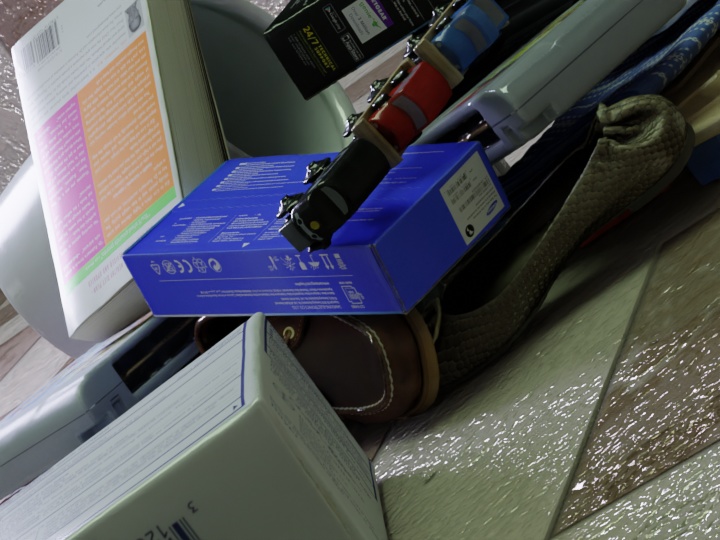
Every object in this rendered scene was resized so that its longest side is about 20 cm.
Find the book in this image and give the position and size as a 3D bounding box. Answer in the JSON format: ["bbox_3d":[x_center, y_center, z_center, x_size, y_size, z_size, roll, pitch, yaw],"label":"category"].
[{"bbox_3d":[-0.143,-0.076,1.544,0.048,0.201,0.133,11,-34,-43],"label":"book"}]

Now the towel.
[{"bbox_3d":[0.149,-0.108,1.471,0.145,0.024,0.200,-37,6,44],"label":"towel"}]

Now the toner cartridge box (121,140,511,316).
[{"bbox_3d":[-0.026,-0.020,1.364,0.199,0.043,0.095,-1,33,48],"label":"toner cartridge box"}]

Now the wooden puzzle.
[{"bbox_3d":[0.183,-0.084,1.428,0.200,0.046,0.185,-35,7,43],"label":"wooden puzzle"}]

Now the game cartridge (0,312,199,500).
[{"bbox_3d":[-0.148,0.064,1.541,0.133,0.042,0.200,-27,9,35],"label":"game cartridge"}]

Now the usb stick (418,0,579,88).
[{"bbox_3d":[0.094,-0.151,1.545,0.200,0.033,0.056,-34,-16,-43],"label":"usb stick"}]

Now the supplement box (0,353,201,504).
[{"bbox_3d":[-0.145,0.124,1.562,0.200,0.061,0.109,-42,10,-28],"label":"supplement box"}]

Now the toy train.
[{"bbox_3d":[0.021,-0.082,1.317,0.046,0.034,0.200,-34,15,51],"label":"toy train"}]

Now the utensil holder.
[{"bbox_3d":[-0.122,-0.053,1.673,0.200,0.170,0.170,-47,3,29],"label":"utensil holder"}]

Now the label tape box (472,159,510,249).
[{"bbox_3d":[0.020,-0.020,1.653,0.144,0.063,0.200,-35,10,14],"label":"label tape box"}]

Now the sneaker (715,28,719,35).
[{"bbox_3d":[0.227,-0.168,1.659,0.200,0.071,0.093,-38,27,-22],"label":"sneaker"}]

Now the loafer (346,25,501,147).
[{"bbox_3d":[0.054,-0.129,1.623,0.200,0.070,0.068,-43,2,-22],"label":"loafer"}]

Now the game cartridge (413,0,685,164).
[{"bbox_3d":[0.095,-0.102,1.408,0.133,0.041,0.200,-37,2,-20],"label":"game cartridge"}]

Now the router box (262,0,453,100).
[{"bbox_3d":[0.028,-0.177,1.565,0.149,0.051,0.200,-32,9,14],"label":"router box"}]

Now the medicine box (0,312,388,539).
[{"bbox_3d":[-0.088,0.127,1.187,0.182,0.103,0.200,-36,8,4],"label":"medicine box"}]

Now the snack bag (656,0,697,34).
[{"bbox_3d":[0.201,-0.184,1.557,0.188,0.021,0.200,-41,8,-18],"label":"snack bag"}]

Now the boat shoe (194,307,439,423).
[{"bbox_3d":[-0.026,0.044,1.379,0.070,0.071,0.200,-10,6,-23],"label":"boat shoe"}]

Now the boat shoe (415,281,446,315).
[{"bbox_3d":[-0.002,0.002,1.464,0.074,0.063,0.202,-38,32,3],"label":"boat shoe"}]

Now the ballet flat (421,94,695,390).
[{"bbox_3d":[0.085,-0.016,1.332,0.200,0.046,0.068,-44,30,19],"label":"ballet flat"}]
